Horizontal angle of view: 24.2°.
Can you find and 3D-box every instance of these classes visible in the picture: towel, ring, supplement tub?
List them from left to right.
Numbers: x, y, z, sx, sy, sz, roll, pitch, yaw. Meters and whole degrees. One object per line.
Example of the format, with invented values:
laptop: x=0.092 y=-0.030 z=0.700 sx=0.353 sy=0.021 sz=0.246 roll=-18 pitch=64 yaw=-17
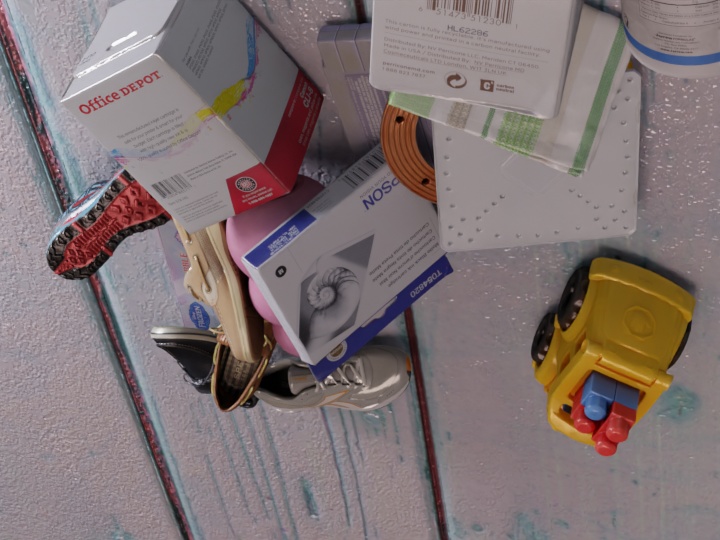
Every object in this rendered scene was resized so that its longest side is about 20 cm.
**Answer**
ring: x=0.116 y=-0.143 z=1.629 sx=0.198 sy=0.019 sz=0.202 roll=-5 pitch=131 yaw=-5
towel: x=0.140 y=-0.188 z=1.542 sx=0.198 sy=0.151 sz=0.031 roll=20 pitch=-176 yaw=1
supplement tub: x=0.273 y=-0.272 z=1.377 sx=0.130 sy=0.133 sz=0.201 roll=2 pitch=137 yaw=18

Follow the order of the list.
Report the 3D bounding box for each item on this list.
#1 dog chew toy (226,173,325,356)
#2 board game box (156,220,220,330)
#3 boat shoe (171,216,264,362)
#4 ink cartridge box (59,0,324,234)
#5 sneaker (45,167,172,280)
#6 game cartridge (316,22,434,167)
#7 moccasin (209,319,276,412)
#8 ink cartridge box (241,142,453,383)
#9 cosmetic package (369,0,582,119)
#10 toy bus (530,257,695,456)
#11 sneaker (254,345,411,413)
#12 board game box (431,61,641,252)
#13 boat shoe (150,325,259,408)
dog chew toy: x=-0.068 y=0.002 z=1.764 sx=0.123 sy=0.125 sz=0.202 roll=-1 pitch=119 yaw=22
board game box: x=-0.120 y=0.004 z=1.908 sx=0.197 sy=0.041 sz=0.201 roll=7 pitch=138 yaw=13
boat shoe: x=-0.154 y=0.005 z=1.792 sx=0.064 sy=0.071 sz=0.203 roll=-16 pitch=88 yaw=12
ink cartridge box: x=-0.163 y=-0.169 z=1.647 sx=0.144 sy=0.146 sz=0.200 roll=-18 pitch=129 yaw=36
sneaker: x=-0.268 y=-0.081 z=1.841 sx=0.199 sy=0.096 sz=0.079 roll=-33 pitch=123 yaw=13
game cartridge: x=0.039 y=-0.163 z=1.666 sx=0.128 sy=0.039 sz=0.201 roll=4 pitch=138 yaw=23
moccasin: x=-0.129 y=0.071 z=1.875 sx=0.073 sy=0.078 sz=0.203 roll=25 pitch=123 yaw=1
ink cartridge box: x=0.000 y=0.000 z=1.709 sx=0.041 sy=0.199 sz=0.201 roll=37 pitch=163 yaw=47
cosmetic package: x=0.109 y=-0.263 z=1.393 sx=0.165 sy=0.201 sz=0.167 roll=11 pitch=140 yaw=8
toy bus: x=0.256 y=0.119 z=1.781 sx=0.134 sy=0.193 sz=0.201 roll=21 pitch=142 yaw=-6
sneaker: x=-0.039 y=0.129 z=1.958 sx=0.198 sy=0.077 sz=0.092 roll=-12 pitch=168 yaw=20
board game box: x=0.170 y=-0.109 z=1.629 sx=0.197 sy=0.026 sz=0.202 roll=-5 pitch=132 yaw=2
boat shoe: x=-0.176 y=0.113 z=1.988 sx=0.074 sy=0.063 sz=0.200 roll=1 pitch=159 yaw=34
